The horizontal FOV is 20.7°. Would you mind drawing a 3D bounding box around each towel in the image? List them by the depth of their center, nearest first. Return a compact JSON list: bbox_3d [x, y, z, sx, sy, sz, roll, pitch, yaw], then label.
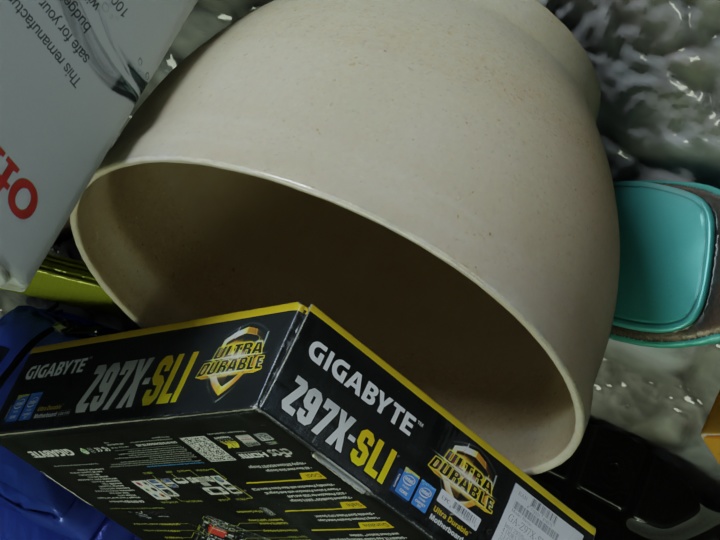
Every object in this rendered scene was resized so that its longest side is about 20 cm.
[{"bbox_3d":[-0.177,-0.002,1.027,0.200,0.018,0.086,15,168,-10],"label":"towel"}]

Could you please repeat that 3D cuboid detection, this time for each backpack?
[{"bbox_3d":[-0.155,0.097,1.090,0.200,0.163,0.168,15,152,44],"label":"backpack"}]

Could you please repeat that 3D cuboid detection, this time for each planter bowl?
[{"bbox_3d":[0.012,-0.032,0.730,0.200,0.135,0.200,22,155,11],"label":"planter bowl"}]

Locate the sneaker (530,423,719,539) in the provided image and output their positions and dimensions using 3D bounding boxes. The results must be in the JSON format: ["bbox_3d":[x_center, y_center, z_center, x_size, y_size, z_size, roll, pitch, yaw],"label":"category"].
[{"bbox_3d":[0.143,0.151,1.003,0.200,0.076,0.115,24,151,0],"label":"sneaker"}]

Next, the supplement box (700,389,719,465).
[{"bbox_3d":[0.221,0.103,0.861,0.069,0.067,0.200,8,147,38],"label":"supplement box"}]

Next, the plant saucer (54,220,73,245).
[{"bbox_3d":[-0.227,-0.067,1.000,0.200,0.032,0.200,20,152,11],"label":"plant saucer"}]

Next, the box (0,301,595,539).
[{"bbox_3d":[-0.033,0.083,0.778,0.160,0.049,0.200,37,153,-28],"label":"box"}]

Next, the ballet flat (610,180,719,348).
[{"bbox_3d":[0.151,0.003,0.754,0.200,0.068,0.070,1,163,44],"label":"ballet flat"}]

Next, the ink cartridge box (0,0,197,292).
[{"bbox_3d":[-0.127,-0.115,0.635,0.083,0.200,0.147,6,146,35],"label":"ink cartridge box"}]
